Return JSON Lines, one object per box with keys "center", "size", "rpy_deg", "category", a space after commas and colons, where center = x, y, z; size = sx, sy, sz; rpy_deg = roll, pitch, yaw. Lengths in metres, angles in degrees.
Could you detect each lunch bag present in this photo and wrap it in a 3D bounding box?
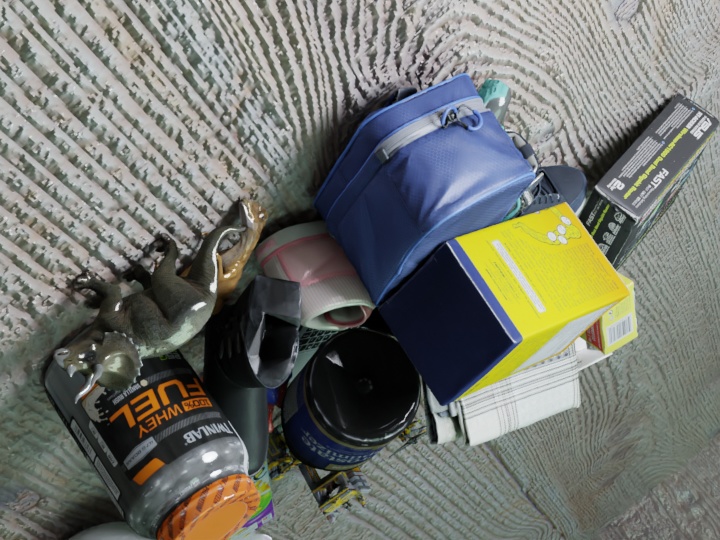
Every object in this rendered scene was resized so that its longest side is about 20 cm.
{"center": [0.049, -0.080, 1.452], "size": [0.135, 0.133, 0.200], "rpy_deg": [-26, 163, -33], "category": "lunch bag"}

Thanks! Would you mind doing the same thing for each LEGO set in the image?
{"center": [-0.017, 0.208, 1.889], "size": [0.199, 0.117, 0.154], "rpy_deg": [-34, 161, 7], "category": "LEGO set"}

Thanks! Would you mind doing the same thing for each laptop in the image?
{"center": [0.025, 0.086, 1.753], "size": [0.186, 0.116, 0.201], "rpy_deg": [-8, 143, -50], "category": "laptop"}

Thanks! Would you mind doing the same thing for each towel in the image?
{"center": [0.138, 0.065, 1.651], "size": [0.198, 0.195, 0.034], "rpy_deg": [-13, -171, -34], "category": "towel"}

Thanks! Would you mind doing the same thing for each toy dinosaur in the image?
{"center": [-0.138, 0.026, 1.465], "size": [0.106, 0.061, 0.201], "rpy_deg": [-13, 147, -49], "category": "toy dinosaur"}
{"center": [-0.172, 0.035, 1.375], "size": [0.199, 0.103, 0.077], "rpy_deg": [-28, 156, -22], "category": "toy dinosaur"}

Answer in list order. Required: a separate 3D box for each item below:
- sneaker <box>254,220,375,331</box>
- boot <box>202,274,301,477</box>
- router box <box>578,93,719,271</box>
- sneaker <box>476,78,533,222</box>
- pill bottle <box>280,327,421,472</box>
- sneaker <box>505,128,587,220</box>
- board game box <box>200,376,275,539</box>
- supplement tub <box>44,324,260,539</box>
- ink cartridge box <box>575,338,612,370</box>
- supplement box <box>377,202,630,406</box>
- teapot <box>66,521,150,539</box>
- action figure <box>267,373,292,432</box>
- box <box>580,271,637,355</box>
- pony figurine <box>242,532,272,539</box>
{"center": [0.000, 0.000, 1.555], "size": [0.199, 0.105, 0.075], "rpy_deg": [-16, 160, -41], "category": "sneaker"}
{"center": [-0.092, 0.098, 1.463], "size": [0.065, 0.167, 0.200], "rpy_deg": [-6, 173, -20], "category": "boot"}
{"center": [0.308, -0.084, 1.853], "size": [0.200, 0.062, 0.150], "rpy_deg": [-46, 166, -36], "category": "router box"}
{"center": [0.124, -0.093, 1.561], "size": [0.201, 0.090, 0.078], "rpy_deg": [104, 8, -47], "category": "sneaker"}
{"center": [-0.017, 0.133, 1.614], "size": [0.111, 0.112, 0.200], "rpy_deg": [-29, 171, -20], "category": "pill bottle"}
{"center": [0.175, -0.090, 1.697], "size": [0.201, 0.077, 0.147], "rpy_deg": [-23, 156, -30], "category": "sneaker"}
{"center": [-0.161, 0.208, 1.714], "size": [0.102, 0.105, 0.201], "rpy_deg": [-31, 156, -15], "category": "board game box"}
{"center": [-0.179, 0.145, 1.444], "size": [0.122, 0.201, 0.123], "rpy_deg": [-32, 157, -15], "category": "supplement tub"}
{"center": [0.169, 0.067, 1.840], "size": [0.116, 0.199, 0.068], "rpy_deg": [-20, 108, -37], "category": "ink cartridge box"}
{"center": [0.132, 0.027, 1.499], "size": [0.199, 0.110, 0.109], "rpy_deg": [-17, 159, -49], "category": "supplement box"}
{"center": [-0.281, 0.351, 1.765], "size": [0.199, 0.145, 0.199], "rpy_deg": [25, 86, -47], "category": "teapot"}
{"center": [-0.088, 0.071, 1.626], "size": [0.066, 0.051, 0.201], "rpy_deg": [-51, 161, -45], "category": "action figure"}
{"center": [0.211, 0.009, 1.766], "size": [0.050, 0.200, 0.076], "rpy_deg": [-28, 130, -23], "category": "box"}
{"center": [-0.183, 0.406, 2.030], "size": [0.199, 0.168, 0.193], "rpy_deg": [-29, 153, 20], "category": "pony figurine"}
